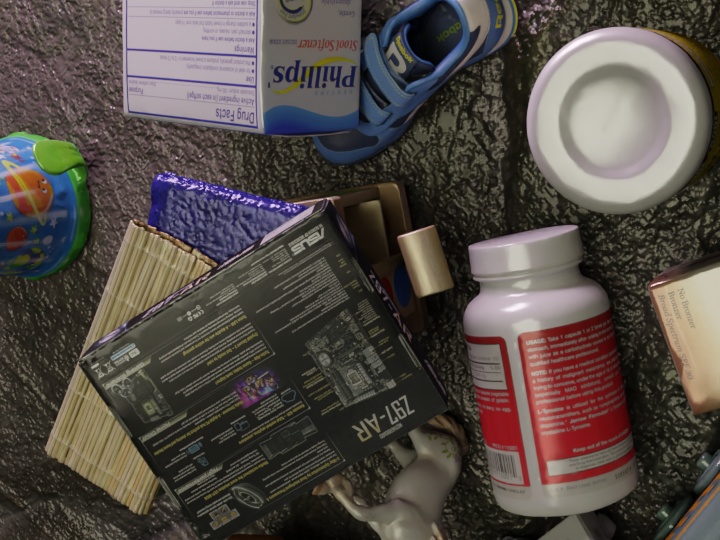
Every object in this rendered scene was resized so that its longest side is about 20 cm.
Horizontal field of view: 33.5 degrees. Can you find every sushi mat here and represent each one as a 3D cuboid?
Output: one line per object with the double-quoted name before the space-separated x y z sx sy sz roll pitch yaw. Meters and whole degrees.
"sushi mat" -0.158 0.072 0.862 0.095 0.012 0.201 28 108 12

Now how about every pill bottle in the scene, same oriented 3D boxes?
"pill bottle" 0.139 0.073 0.902 0.111 0.112 0.202 -8 96 25
"pill bottle" 0.189 -0.104 0.799 0.111 0.200 0.114 5 102 23

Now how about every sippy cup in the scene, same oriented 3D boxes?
"sippy cup" -0.336 -0.051 1.084 0.139 0.130 0.179 25 109 19

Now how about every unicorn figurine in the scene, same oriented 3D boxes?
"unicorn figurine" 0.033 0.184 0.939 0.137 0.201 0.074 30 153 0

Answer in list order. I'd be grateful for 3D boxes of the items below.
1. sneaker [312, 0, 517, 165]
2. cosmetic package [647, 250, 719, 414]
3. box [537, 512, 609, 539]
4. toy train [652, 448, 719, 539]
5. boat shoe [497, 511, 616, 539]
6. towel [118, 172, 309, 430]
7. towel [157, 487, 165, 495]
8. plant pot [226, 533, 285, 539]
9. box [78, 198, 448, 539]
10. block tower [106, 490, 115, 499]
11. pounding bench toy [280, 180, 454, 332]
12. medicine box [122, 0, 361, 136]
"sneaker" 0.027 -0.155 0.929 0.200 0.082 0.074 -40 84 26
"cosmetic package" 0.314 0.019 0.828 0.199 0.087 0.104 -22 89 26
"box" 0.129 0.294 0.887 0.200 0.036 0.145 -45 54 25
"toy train" 0.274 0.171 0.858 0.085 0.114 0.201 39 112 14
"boat shoe" 0.119 0.251 0.965 0.071 0.072 0.200 46 114 9
"towel" -0.096 0.038 0.868 0.146 0.050 0.202 15 105 14
"towel" -0.089 0.131 0.997 0.199 0.146 0.022 -35 75 24
"plant pot" -0.037 0.320 0.993 0.139 0.200 0.202 -3 98 8
"box" -0.064 0.071 0.811 0.199 0.044 0.161 -32 100 10
"block tower" -0.163 0.108 1.002 0.054 0.200 0.058 -34 101 25
"pounding bench toy" 0.000 0.000 0.927 0.198 0.156 0.126 -8 96 26
"medicine box" -0.095 -0.212 0.931 0.181 0.102 0.202 13 107 45
